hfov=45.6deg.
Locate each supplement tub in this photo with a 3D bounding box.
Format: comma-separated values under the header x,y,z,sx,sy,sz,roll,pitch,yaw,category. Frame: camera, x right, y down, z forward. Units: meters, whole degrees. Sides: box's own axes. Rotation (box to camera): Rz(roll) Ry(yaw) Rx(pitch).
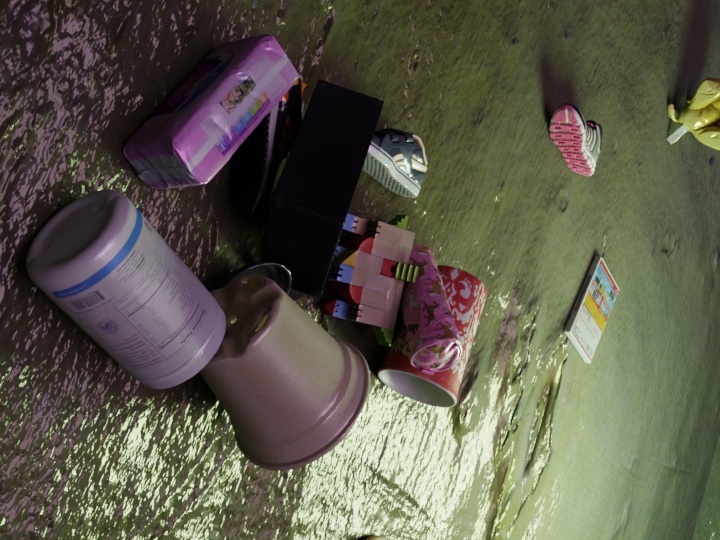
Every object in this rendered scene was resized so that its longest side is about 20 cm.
x,y,z,sx,sy,sz,roll,pitch,yaw,category
-0.252,0.023,0.940,0.132,0.131,0.200,-57,135,-25,supplement tub

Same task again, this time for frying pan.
x,y,z,sx,sy,sz,roll,pitch,yaw,category
-0.117,0.030,1.139,0.189,0.031,0.115,1,131,-47,frying pan

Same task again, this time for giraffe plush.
x,y,z,sx,sy,sz,roll,pitch,yaw,category
0.874,-0.393,2.131,0.162,0.200,0.173,-32,96,-47,giraffe plush

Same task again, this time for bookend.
x,y,z,sx,sy,sz,roll,pitch,yaw,category
-0.054,-0.104,1.130,0.199,0.092,0.201,111,-3,-60,bookend

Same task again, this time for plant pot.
x,y,z,sx,sy,sz,roll,pitch,yaw,category
-0.116,0.112,1.059,0.201,0.200,0.184,-57,134,-25,plant pot

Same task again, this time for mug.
x,y,z,sx,sy,sz,roll,pitch,yaw,category
0.117,0.109,1.415,0.133,0.177,0.201,27,68,-10,mug

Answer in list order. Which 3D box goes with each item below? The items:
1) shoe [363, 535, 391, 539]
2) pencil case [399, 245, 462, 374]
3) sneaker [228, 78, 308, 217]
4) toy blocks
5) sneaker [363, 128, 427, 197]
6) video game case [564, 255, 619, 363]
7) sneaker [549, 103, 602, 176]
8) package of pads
x,y,z,sx,sy,sz,roll,pitch,yaw,category
0.060,0.496,1.447,0.200,0.053,0.070,37,69,-46,shoe
0.095,0.058,1.308,0.087,0.082,0.201,77,-1,-50,pencil case
-0.109,-0.164,1.115,0.090,0.070,0.201,10,88,-47,sneaker
0.000,0.000,1.269,0.136,0.100,0.201,15,86,-37,toy blocks
0.038,-0.179,1.277,0.200,0.078,0.080,30,79,-59,sneaker
0.523,0.088,1.930,0.143,0.017,0.201,48,62,-42,video game case
0.438,-0.280,1.723,0.200,0.073,0.088,49,62,-48,sneaker
-0.174,-0.183,0.998,0.200,0.120,0.076,-55,128,-26,package of pads
